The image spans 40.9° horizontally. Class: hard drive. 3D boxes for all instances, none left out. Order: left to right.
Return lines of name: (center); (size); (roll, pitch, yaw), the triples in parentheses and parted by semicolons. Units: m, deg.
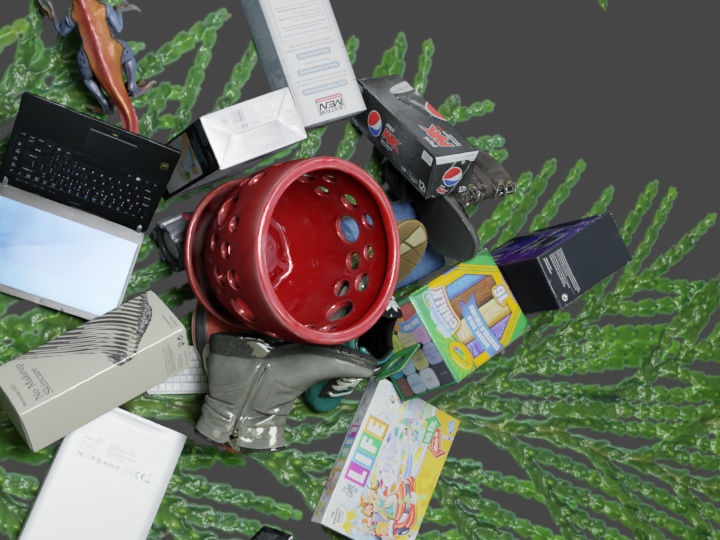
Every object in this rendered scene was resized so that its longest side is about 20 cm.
hard drive: (-0.294, 0.258, 1.086); (0.132, 0.027, 0.201); (27, 71, -22)

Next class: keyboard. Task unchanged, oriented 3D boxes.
keyboard: (-0.162, 0.121, 1.181); (0.199, 0.011, 0.057); (2, 82, -27)

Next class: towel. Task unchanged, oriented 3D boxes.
towel: (0.009, -0.019, 1.266); (0.199, 0.048, 0.112); (-20, 94, -27)

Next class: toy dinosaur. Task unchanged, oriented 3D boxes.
toy dinosaur: (-0.285, -0.272, 1.089); (0.105, 0.200, 0.182); (-26, 140, -18)

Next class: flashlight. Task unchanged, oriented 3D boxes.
flashlight: (-0.154, -0.068, 1.183); (0.200, 0.068, 0.068); (-31, 141, -30)

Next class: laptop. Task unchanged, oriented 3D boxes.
laptop: (-0.318, -0.063, 1.063); (0.177, 0.200, 0.104); (20, 38, -18)

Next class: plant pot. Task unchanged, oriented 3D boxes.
plant pot: (-0.082, -0.020, 1.082); (0.200, 0.182, 0.201); (1, 89, -38)

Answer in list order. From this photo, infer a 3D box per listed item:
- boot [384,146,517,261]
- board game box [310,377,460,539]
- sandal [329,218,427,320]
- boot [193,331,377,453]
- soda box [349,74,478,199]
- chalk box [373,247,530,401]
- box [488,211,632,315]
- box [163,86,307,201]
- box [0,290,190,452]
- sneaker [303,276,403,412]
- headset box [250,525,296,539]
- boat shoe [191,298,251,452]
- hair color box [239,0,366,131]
boot: (0.145, -0.103, 1.284); (0.174, 0.069, 0.200); (-12, 53, -36)
board game box: (0.035, 0.258, 1.250); (0.134, 0.034, 0.201); (30, 71, -20)
sandal: (0.000, 0.000, 1.201); (0.200, 0.054, 0.080); (-41, 139, -12)
boot: (-0.085, 0.143, 1.098); (0.199, 0.068, 0.131); (6, 91, 0)
soda box: (0.065, -0.176, 1.240); (0.071, 0.064, 0.200); (-13, 45, -28)
chalk box: (0.093, 0.079, 1.231); (0.200, 0.125, 0.124); (-28, 89, -38)
box: (0.239, -0.002, 1.296); (0.141, 0.200, 0.079); (-27, 96, -28)
box: (-0.158, -0.142, 1.112); (0.116, 0.200, 0.060); (-25, 96, -29)
box: (-0.294, 0.108, 1.066); (0.200, 0.082, 0.069); (-30, 142, -28)
sneaker: (-0.010, 0.105, 1.168); (0.071, 0.080, 0.201); (-4, 127, -40)
headset box: (-0.115, 0.434, 1.117); (0.200, 0.093, 0.174); (-41, 102, -25)
boat shoe: (-0.155, 0.116, 1.146); (0.071, 0.063, 0.201); (-5, 89, -25)
hair color box: (-0.076, -0.285, 1.251); (0.099, 0.061, 0.201); (-20, 92, -27)
